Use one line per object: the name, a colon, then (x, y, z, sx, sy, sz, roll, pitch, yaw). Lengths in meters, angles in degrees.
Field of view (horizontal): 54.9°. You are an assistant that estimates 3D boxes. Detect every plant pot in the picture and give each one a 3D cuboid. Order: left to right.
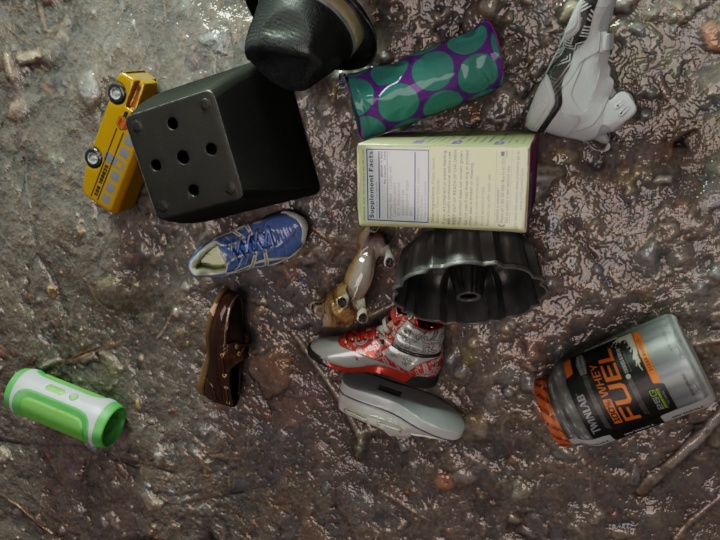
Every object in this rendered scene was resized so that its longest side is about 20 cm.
plant pot: (-0.195, -0.166, 0.938, 0.197, 0.177, 0.203, -11, 102, 19)

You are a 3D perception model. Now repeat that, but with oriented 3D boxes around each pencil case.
pencil case: (0.078, -0.238, 0.864, 0.197, 0.085, 0.093, -18, 58, 10)

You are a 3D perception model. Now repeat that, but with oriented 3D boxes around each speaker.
speaker: (-0.514, 0.239, 1.210, 0.197, 0.088, 0.090, 18, 111, 11)

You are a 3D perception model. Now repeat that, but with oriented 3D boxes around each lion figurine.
lion figurine: (0.000, 0.000, 0.980, 0.072, 0.123, 0.201, 30, 97, -11)

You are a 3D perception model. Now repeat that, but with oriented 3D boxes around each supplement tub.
supplement tub: (0.335, 0.149, 0.896, 0.198, 0.123, 0.124, -29, 96, 23)

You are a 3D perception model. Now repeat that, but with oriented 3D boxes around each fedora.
fedora: (-0.078, -0.282, 0.854, 0.199, 0.201, 0.092, 27, 77, 8)

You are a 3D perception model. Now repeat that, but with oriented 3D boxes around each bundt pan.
bundt pan: (0.138, 0.001, 0.894, 0.199, 0.202, 0.077, -8, 62, 19)

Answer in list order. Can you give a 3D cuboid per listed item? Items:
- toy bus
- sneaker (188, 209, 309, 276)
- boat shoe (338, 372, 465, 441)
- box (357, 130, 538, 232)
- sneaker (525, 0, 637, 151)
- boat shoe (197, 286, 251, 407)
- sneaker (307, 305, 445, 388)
toy bus: (-0.350, -0.193, 1.038, 0.078, 0.065, 0.201, 32, 113, 5)
sneaker: (-0.165, -0.030, 1.023, 0.198, 0.077, 0.077, -22, 97, 20)
boat shoe: (0.056, 0.216, 1.033, 0.197, 0.072, 0.067, 17, 115, 13)
box: (0.114, -0.116, 0.855, 0.197, 0.176, 0.098, 4, 107, 16)
sneaker: (0.285, -0.242, 0.822, 0.114, 0.075, 0.202, 26, 117, 8)
boat shoe: (-0.204, 0.123, 1.087, 0.070, 0.070, 0.202, 22, 120, 17)
sneaker: (0.025, 0.095, 1.005, 0.198, 0.067, 0.109, 12, 115, 8)
